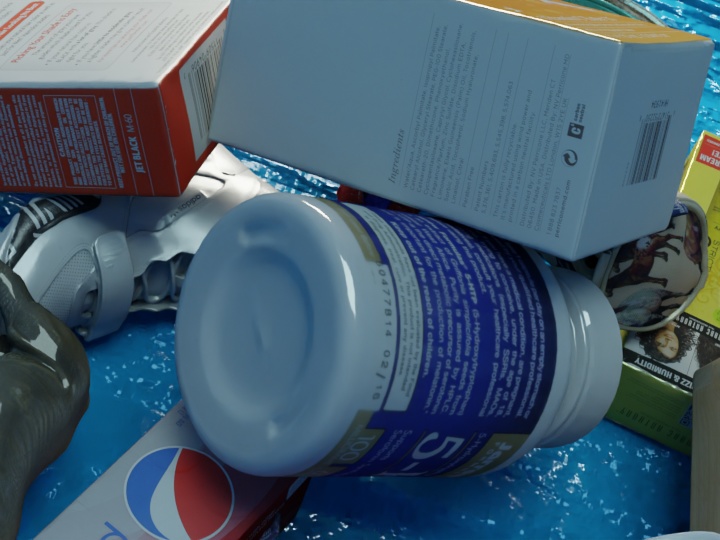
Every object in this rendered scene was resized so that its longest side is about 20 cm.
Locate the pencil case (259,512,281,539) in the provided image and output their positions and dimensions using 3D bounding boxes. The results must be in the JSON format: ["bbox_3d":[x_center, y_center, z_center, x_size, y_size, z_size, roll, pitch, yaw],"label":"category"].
[{"bbox_3d":[0.012,0.201,0.682,0.200,0.091,0.094,39,25,12],"label":"pencil case"}]

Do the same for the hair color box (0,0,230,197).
[{"bbox_3d":[-0.165,-0.090,0.806,0.198,0.064,0.111,4,33,18],"label":"hair color box"}]

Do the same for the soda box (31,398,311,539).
[{"bbox_3d":[-0.105,0.136,0.707,0.070,0.064,0.200,36,50,12],"label":"soda box"}]

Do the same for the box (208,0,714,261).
[{"bbox_3d":[0.047,-0.086,0.766,0.199,0.098,0.124,19,17,26],"label":"box"}]

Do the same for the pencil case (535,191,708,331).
[{"bbox_3d":[0.099,-0.049,0.880,0.089,0.078,0.200,17,19,-47],"label":"pencil case"}]

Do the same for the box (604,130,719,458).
[{"bbox_3d":[0.196,0.011,0.914,0.075,0.050,0.201,26,49,5],"label":"box"}]

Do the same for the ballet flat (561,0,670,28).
[{"bbox_3d":[0.083,-0.128,0.876,0.198,0.070,0.071,12,10,12],"label":"ballet flat"}]

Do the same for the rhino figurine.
[{"bbox_3d":[-0.176,0.083,0.674,0.087,0.060,0.201,41,43,-16],"label":"rhino figurine"}]

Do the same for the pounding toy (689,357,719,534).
[{"bbox_3d":[0.218,0.145,0.758,0.184,0.142,0.201,35,45,-24],"label":"pounding toy"}]

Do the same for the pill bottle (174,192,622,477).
[{"bbox_3d":[0.026,0.035,0.736,0.199,0.120,0.120,7,46,-43],"label":"pill bottle"}]

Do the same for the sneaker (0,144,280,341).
[{"bbox_3d":[-0.104,-0.001,0.808,0.114,0.075,0.200,30,46,11],"label":"sneaker"}]

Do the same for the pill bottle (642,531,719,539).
[{"bbox_3d":[0.135,0.207,0.614,0.103,0.104,0.202,-3,64,-20],"label":"pill bottle"}]

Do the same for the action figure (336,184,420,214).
[{"bbox_3d":[0.000,0.000,0.833,0.066,0.051,0.201,50,48,-35],"label":"action figure"}]
